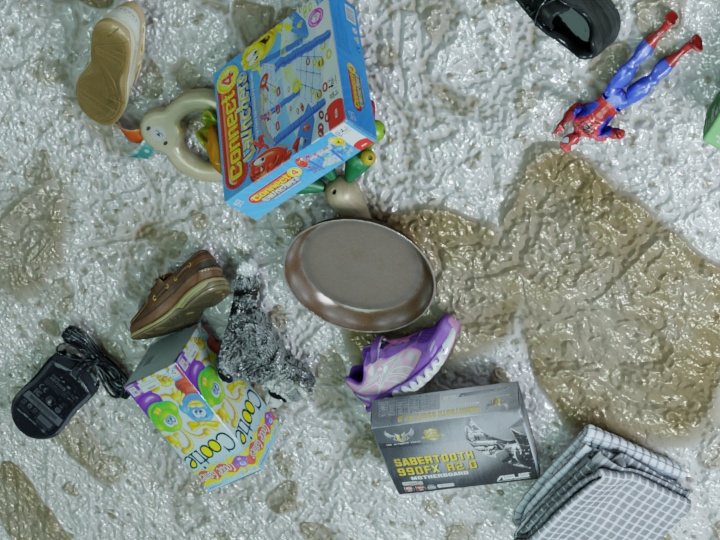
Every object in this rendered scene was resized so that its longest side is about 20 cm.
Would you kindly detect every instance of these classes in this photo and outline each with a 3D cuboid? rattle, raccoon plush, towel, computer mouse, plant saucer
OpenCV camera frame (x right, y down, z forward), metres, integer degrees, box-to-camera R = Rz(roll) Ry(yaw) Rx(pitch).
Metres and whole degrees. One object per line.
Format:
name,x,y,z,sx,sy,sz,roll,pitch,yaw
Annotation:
rattle,-0.239,-0.148,1.684,0.197,0.144,0.131,4,138,11
raccoon plush,-0.116,0.093,1.803,0.132,0.097,0.202,12,121,4
towel,0.316,0.314,1.749,0.164,0.086,0.201,25,124,-17
computer mouse,-0.436,0.175,1.987,0.199,0.053,0.139,-39,102,21
plant saucer,0.000,0.000,1.715,0.198,0.032,0.201,7,136,7

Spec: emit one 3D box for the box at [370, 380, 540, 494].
box,0.127,0.223,1.760,0.198,0.049,0.159,-8,137,12

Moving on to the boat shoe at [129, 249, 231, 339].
boat shoe,-0.253,0.037,1.838,0.199,0.072,0.068,-33,70,39

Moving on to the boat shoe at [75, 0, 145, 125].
boat shoe,-0.306,-0.260,1.682,0.073,0.069,0.200,32,145,-3

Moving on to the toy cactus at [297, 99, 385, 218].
toy cactus,-0.039,-0.121,1.659,0.198,0.103,0.166,-24,118,20

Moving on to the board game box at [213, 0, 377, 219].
board game box,-0.081,-0.194,1.565,0.195,0.202,0.056,-31,142,31

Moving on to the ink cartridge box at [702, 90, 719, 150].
ink cartridge box,0.479,-0.200,1.424,0.144,0.084,0.201,29,123,2

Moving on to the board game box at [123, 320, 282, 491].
board game box,-0.218,0.191,1.874,0.102,0.105,0.201,-25,112,29

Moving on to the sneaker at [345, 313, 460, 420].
sneaker,0.050,0.117,1.761,0.088,0.081,0.200,42,124,-3

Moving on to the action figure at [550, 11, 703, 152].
action figure,0.287,-0.191,1.494,0.065,0.099,0.200,41,126,-5

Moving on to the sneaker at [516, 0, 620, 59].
sneaker,0.200,-0.309,1.460,0.199,0.091,0.076,38,126,-3
